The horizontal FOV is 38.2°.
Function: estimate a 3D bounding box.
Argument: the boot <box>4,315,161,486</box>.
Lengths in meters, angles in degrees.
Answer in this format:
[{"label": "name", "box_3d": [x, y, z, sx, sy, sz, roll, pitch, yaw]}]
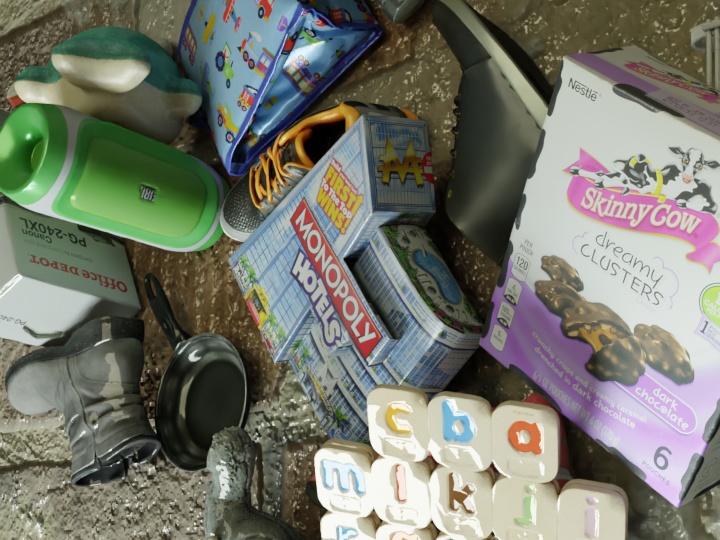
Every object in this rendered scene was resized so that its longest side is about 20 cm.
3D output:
[{"label": "boot", "box_3d": [-0.258, 0.133, 0.935, 0.199, 0.069, 0.133, -30, 61, 41]}]

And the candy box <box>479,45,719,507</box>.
[{"label": "candy box", "box_3d": [0.168, -0.001, 0.593, 0.168, 0.071, 0.202, 40, 130, 38]}]

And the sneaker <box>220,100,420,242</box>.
[{"label": "sneaker", "box_3d": [-0.047, -0.082, 0.829, 0.199, 0.077, 0.079, -28, 64, 31]}]

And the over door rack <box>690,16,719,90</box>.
[{"label": "over door rack", "box_3d": [0.275, -0.089, 0.574, 0.199, 0.066, 0.150, -14, 71, 56]}]

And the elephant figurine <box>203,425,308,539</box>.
[{"label": "elephant figurine", "box_3d": [-0.070, 0.237, 0.724, 0.201, 0.154, 0.142, -55, 30, 24]}]

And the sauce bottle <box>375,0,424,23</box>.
[{"label": "sauce bottle", "box_3d": [-0.024, -0.283, 0.835, 0.066, 0.066, 0.200, -43, 83, 21]}]

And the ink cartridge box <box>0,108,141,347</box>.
[{"label": "ink cartridge box", "box_3d": [-0.301, -0.037, 0.972, 0.083, 0.145, 0.201, -36, 59, 23]}]

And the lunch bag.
[{"label": "lunch bag", "box_3d": [-0.097, -0.193, 0.898, 0.200, 0.093, 0.151, -47, 56, 33]}]

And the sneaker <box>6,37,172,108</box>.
[{"label": "sneaker", "box_3d": [-0.261, -0.175, 1.039, 0.198, 0.077, 0.083, -13, 102, 30]}]

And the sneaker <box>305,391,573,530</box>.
[{"label": "sneaker", "box_3d": [0.054, 0.130, 0.713, 0.198, 0.074, 0.088, -10, 62, 29]}]

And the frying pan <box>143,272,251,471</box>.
[{"label": "frying pan", "box_3d": [-0.154, 0.095, 0.897, 0.190, 0.031, 0.116, 35, 101, 42]}]

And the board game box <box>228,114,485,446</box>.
[{"label": "board game box", "box_3d": [0.000, 0.000, 0.744, 0.201, 0.061, 0.201, -57, 49, 37]}]

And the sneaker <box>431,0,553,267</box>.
[{"label": "sneaker", "box_3d": [0.082, -0.104, 0.734, 0.106, 0.074, 0.201, -43, 57, 22]}]

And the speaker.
[{"label": "speaker", "box_3d": [-0.200, -0.073, 0.867, 0.088, 0.199, 0.090, -10, 73, 36]}]

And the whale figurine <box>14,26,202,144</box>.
[{"label": "whale figurine", "box_3d": [-0.214, -0.170, 0.890, 0.200, 0.157, 0.105, 136, 136, -79]}]

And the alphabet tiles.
[{"label": "alphabet tiles", "box_3d": [0.065, 0.163, 0.647, 0.198, 0.015, 0.198, 5, 114, 24]}]
